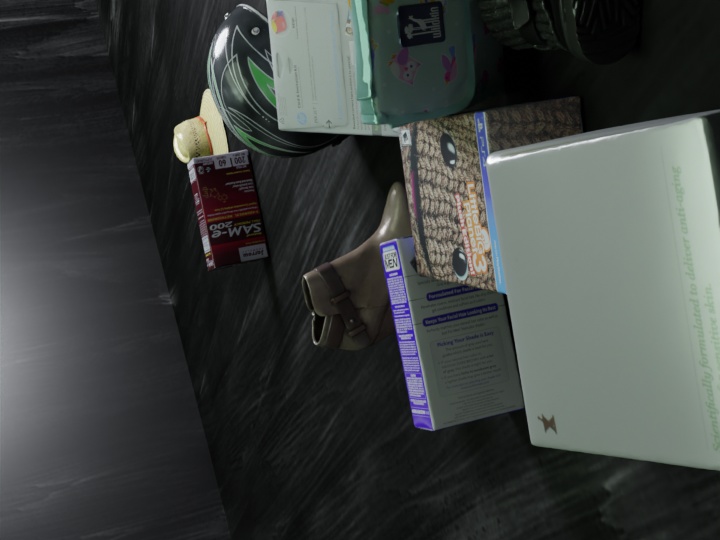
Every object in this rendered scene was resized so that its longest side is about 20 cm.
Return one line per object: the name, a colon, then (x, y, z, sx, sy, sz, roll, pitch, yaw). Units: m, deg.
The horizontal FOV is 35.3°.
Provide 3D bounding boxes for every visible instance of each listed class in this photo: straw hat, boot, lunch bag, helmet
straw hat: (-0.329, -0.258, 2.260, 0.201, 0.084, 0.204, 168, 90, -71)
boot: (0.000, 0.000, 1.379, 0.070, 0.145, 0.202, -152, 54, -68)
lunch bag: (0.052, -0.226, 1.027, 0.121, 0.200, 0.172, 3, 106, 28)
boot: (0.151, -0.274, 0.909, 0.158, 0.079, 0.213, -138, 41, -60)
helmet: (-0.102, -0.247, 1.465, 0.200, 0.189, 0.202, 168, 90, -70)

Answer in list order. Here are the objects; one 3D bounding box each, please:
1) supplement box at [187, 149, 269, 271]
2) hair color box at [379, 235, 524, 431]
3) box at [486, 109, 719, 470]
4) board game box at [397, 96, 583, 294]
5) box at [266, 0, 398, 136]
supplement box: (-0.241, -0.109, 2.059, 0.061, 0.108, 0.202, 164, 94, -70)
hair color box: (0.096, 0.058, 1.196, 0.065, 0.108, 0.202, 171, 89, -72)
box: (0.211, 0.003, 0.709, 0.199, 0.170, 0.202, -4, 96, 60)
board game box: (0.125, -0.072, 1.064, 0.200, 0.096, 0.161, -170, 70, -70)
box: (-0.014, -0.237, 1.301, 0.198, 0.041, 0.158, 7, 110, 33)
